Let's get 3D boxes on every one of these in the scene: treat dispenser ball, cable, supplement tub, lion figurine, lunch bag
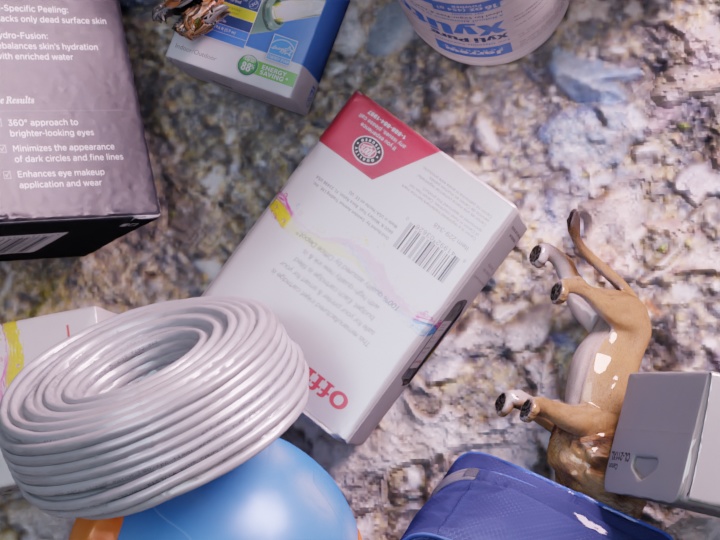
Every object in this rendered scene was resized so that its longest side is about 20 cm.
[{"bbox_3d":[-0.096,0.202,1.183,0.200,0.201,0.202,-1,83,9],"label":"treat dispenser ball"},{"bbox_3d":[-0.131,0.081,1.133,0.199,0.200,0.070,-18,109,9],"label":"cable"},{"bbox_3d":[0.078,-0.222,1.210,0.131,0.200,0.133,-1,82,9],"label":"supplement tub"},{"bbox_3d":[0.163,0.070,1.223,0.122,0.072,0.201,22,78,-22],"label":"lion figurine"},{"bbox_3d":[0.119,0.216,1.175,0.199,0.132,0.136,25,121,10],"label":"lunch bag"}]

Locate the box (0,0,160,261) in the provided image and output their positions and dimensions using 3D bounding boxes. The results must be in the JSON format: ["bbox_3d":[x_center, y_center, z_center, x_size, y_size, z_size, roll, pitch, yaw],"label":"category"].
[{"bbox_3d":[-0.265,-0.112,1.244,0.117,0.196,0.201,-22,77,50],"label":"box"}]

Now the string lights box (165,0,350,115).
[{"bbox_3d":[-0.055,-0.226,1.303,0.102,0.059,0.201,19,86,13],"label":"string lights box"}]

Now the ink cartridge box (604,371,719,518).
[{"bbox_3d":[0.275,0.124,1.130,0.199,0.146,0.083,14,84,-11],"label":"ink cartridge box"}]

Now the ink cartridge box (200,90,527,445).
[{"bbox_3d":[0.000,0.000,1.252,0.147,0.086,0.200,38,92,13],"label":"ink cartridge box"}]

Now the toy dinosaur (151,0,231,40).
[{"bbox_3d":[-0.102,-0.267,1.258,0.135,0.102,0.201,25,69,1],"label":"toy dinosaur"}]

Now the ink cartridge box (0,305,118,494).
[{"bbox_3d":[-0.227,0.094,1.286,0.199,0.067,0.117,-12,80,8],"label":"ink cartridge box"}]
